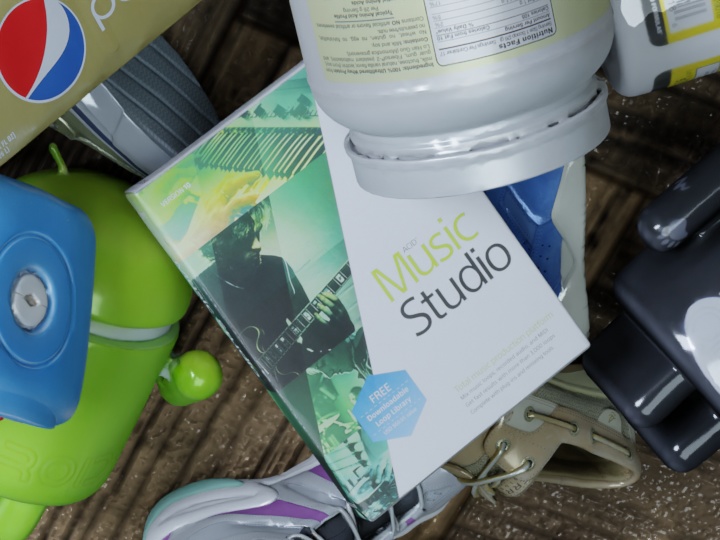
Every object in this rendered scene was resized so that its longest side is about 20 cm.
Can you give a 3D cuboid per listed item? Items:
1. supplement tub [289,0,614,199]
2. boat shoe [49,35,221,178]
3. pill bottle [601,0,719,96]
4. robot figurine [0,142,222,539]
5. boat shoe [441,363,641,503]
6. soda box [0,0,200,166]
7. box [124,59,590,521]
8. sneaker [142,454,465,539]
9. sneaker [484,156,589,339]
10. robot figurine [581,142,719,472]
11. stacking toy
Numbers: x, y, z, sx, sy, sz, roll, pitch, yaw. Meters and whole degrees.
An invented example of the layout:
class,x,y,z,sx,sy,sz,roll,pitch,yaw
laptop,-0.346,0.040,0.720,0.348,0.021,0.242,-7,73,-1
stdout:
class,x,y,z,sx,sy,sz,roll,pitch,yaw
supplement tub,0.035,-0.147,1.109,0.144,0.145,0.201,-14,109,-3
boat shoe,-0.150,-0.104,1.209,0.062,0.072,0.200,-32,117,35
pill bottle,0.206,-0.165,1.208,0.199,0.111,0.112,-16,119,-1
robot figurine,-0.158,0.036,1.243,0.175,0.116,0.201,24,111,-8
boat shoe,0.077,0.086,1.295,0.199,0.065,0.072,6,153,-45
soda box,-0.135,-0.118,1.085,0.200,0.068,0.064,-43,121,-24
box,0.000,0.000,1.202,0.144,0.036,0.200,-38,97,-12
sneaker,-0.017,0.153,1.315,0.199,0.140,0.078,-24,119,3
sneaker,0.054,-0.029,1.269,0.111,0.077,0.201,-16,126,-13
robot figurine,0.213,0.011,1.290,0.200,0.150,0.125,-42,73,2
stacking toy,-0.230,0.018,1.152,0.199,0.110,0.116,-3,165,32
